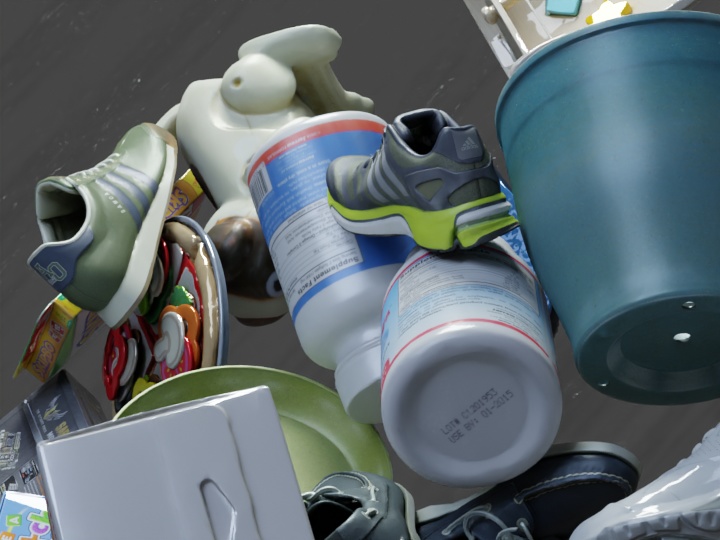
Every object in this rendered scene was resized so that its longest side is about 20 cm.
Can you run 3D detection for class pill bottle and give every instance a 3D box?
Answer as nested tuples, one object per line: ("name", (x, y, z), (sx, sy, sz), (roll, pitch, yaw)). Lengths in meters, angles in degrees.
("pill bottle", (0.066, 0.046, 1.654), (0.109, 0.109, 0.200), (-33, 18, 13))
("pill bottle", (0.000, 0.000, 1.826), (0.112, 0.112, 0.200), (-29, 63, 19))

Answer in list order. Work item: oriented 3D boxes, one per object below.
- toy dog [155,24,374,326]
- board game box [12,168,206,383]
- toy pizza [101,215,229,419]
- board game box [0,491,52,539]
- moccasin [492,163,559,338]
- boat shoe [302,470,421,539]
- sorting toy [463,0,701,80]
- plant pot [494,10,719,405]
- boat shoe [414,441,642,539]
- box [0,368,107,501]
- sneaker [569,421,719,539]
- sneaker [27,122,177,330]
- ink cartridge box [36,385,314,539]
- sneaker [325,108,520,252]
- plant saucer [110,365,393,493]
("toy dog", (-0.074, -0.061, 1.979), (0.194, 0.140, 0.200), (-5, 59, 4))
("board game box", (-0.192, 0.008, 2.039), (0.200, 0.030, 0.096), (-44, -10, -38))
("toy pizza", (-0.149, 0.059, 1.929), (0.200, 0.032, 0.200), (-22, 65, 61))
("board game box", (-0.153, 0.224, 1.736), (0.200, 0.037, 0.151), (9, 45, 2))
("moccasin", (0.096, -0.019, 1.829), (0.080, 0.068, 0.200), (-24, 52, 6))
("boat shoe", (-0.009, 0.154, 1.645), (0.073, 0.062, 0.200), (-45, 15, 2))
("sorting toy", (0.179, -0.197, 1.933), (0.180, 0.107, 0.200), (-30, 34, 5))
("plant pot", (0.190, -0.027, 1.647), (0.200, 0.200, 0.188), (-22, 52, 27))
("boat shoe", (0.086, 0.164, 1.629), (0.200, 0.075, 0.062), (-23, 36, 28))
("box", (-0.246, 0.182, 1.971), (0.158, 0.048, 0.200), (-39, 33, 3))
("sneaker", (0.213, 0.131, 1.552), (0.200, 0.078, 0.099), (-22, 31, 13))
("sneaker", (-0.191, -0.051, 1.925), (0.067, 0.090, 0.200), (-45, 25, 36))
("ink cartridge box", (-0.105, 0.184, 1.591), (0.144, 0.200, 0.147), (-14, 66, -9))
("sneaker", (0.036, -0.065, 1.706), (0.074, 0.081, 0.200), (-16, 14, -27))
("plant saucer", (-0.078, 0.145, 1.778), (0.200, 0.031, 0.200), (3, 43, -3))
